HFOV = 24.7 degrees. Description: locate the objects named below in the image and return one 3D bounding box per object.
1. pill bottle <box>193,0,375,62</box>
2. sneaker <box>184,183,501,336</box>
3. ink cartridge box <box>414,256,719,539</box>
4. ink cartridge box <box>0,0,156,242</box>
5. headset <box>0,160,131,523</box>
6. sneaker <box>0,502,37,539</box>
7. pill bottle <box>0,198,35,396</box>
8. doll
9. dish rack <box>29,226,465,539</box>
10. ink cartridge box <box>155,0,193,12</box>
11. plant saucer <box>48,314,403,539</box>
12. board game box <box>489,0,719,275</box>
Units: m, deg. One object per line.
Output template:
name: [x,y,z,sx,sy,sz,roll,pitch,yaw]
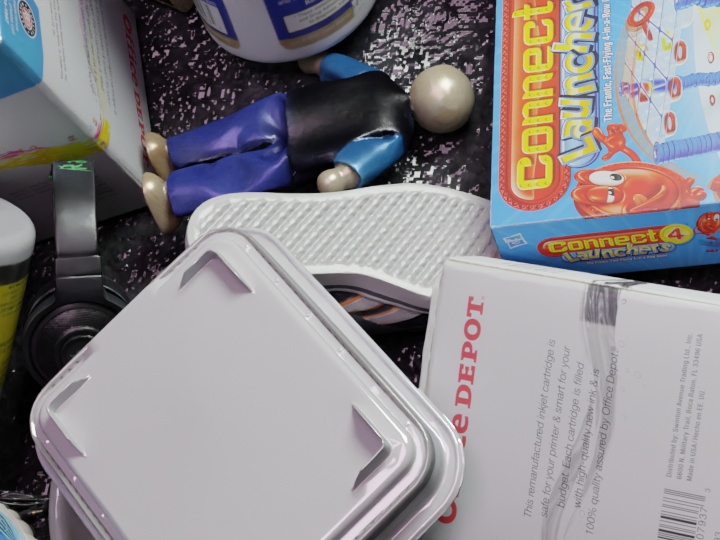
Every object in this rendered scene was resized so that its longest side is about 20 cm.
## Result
pill bottle: [-0.065,-0.230,0.957,0.118,0.201,0.121,-8,53,10]
sneaker: [0.000,0.000,0.923,0.198,0.080,0.079,4,57,-7]
ink cartridge box: [0.133,0.079,0.806,0.198,0.083,0.147,10,96,22]
ink cartridge box: [-0.230,-0.122,0.977,0.145,0.200,0.148,-18,63,12]
headset: [-0.172,0.039,0.933,0.093,0.123,0.202,-4,89,-10]
sneaker: [-0.200,0.160,0.818,0.199,0.089,0.079,1,87,48]
pill bottle: [-0.256,0.056,0.918,0.114,0.114,0.202,25,108,26]
doll: [-0.030,-0.084,0.976,0.198,0.049,0.137,-15,42,11]
dish rack: [-0.066,0.082,0.802,0.172,0.044,0.200,-44,61,0]
ink cartridge box: [-0.113,-0.292,1.031,0.075,0.165,0.201,26,78,27]
plant saucer: [-0.062,0.113,0.845,0.198,0.050,0.202,-9,64,18]
board game box: [0.172,-0.099,0.893,0.194,0.056,0.202,-6,56,16]
